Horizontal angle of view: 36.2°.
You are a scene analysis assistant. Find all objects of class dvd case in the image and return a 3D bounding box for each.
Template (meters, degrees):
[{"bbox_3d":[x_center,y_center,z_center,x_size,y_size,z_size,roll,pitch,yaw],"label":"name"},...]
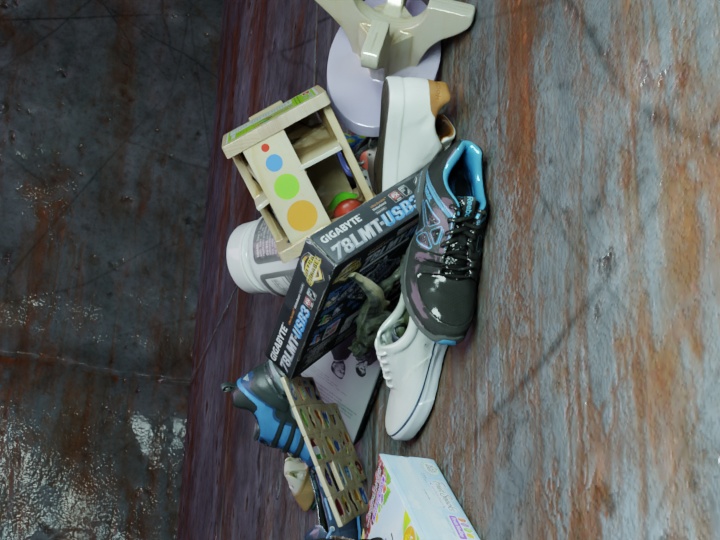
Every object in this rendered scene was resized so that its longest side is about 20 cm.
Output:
[{"bbox_3d":[-0.038,0.101,1.347,0.025,0.149,0.202,-34,-29,-46],"label":"dvd case"}]

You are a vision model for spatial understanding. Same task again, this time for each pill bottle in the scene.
[{"bbox_3d":[-0.071,-0.027,1.401,0.198,0.113,0.116,-8,72,40],"label":"pill bottle"}]

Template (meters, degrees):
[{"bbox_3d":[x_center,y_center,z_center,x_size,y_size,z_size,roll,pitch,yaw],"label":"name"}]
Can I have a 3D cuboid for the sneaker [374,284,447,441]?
[{"bbox_3d":[0.046,0.086,1.140,0.073,0.070,0.202,-111,32,-61],"label":"sneaker"}]

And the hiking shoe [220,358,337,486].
[{"bbox_3d":[-0.083,0.185,1.306,0.075,0.086,0.201,-100,-17,-61],"label":"hiking shoe"}]

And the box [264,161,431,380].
[{"bbox_3d":[0.000,0.000,1.169,0.050,0.199,0.200,42,141,17],"label":"box"}]

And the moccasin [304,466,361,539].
[{"bbox_3d":[-0.039,0.329,1.344,0.081,0.067,0.202,115,157,-48],"label":"moccasin"}]

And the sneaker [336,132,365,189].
[{"bbox_3d":[-0.006,-0.137,1.478,0.200,0.070,0.084,-124,39,-76],"label":"sneaker"}]

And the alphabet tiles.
[{"bbox_3d":[-0.033,0.200,1.253,0.200,0.007,0.169,29,-142,-78],"label":"alphabet tiles"}]

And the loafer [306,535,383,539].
[{"bbox_3d":[-0.027,0.292,1.051,0.200,0.070,0.074,135,141,-68],"label":"loafer"}]

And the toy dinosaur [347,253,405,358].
[{"bbox_3d":[0.026,0.036,1.162,0.048,0.088,0.201,48,161,22],"label":"toy dinosaur"}]

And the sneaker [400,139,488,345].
[{"bbox_3d":[0.084,-0.030,1.057,0.082,0.072,0.203,132,143,-62],"label":"sneaker"}]

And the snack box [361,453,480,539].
[{"bbox_3d":[0.044,0.304,1.047,0.169,0.067,0.203,-123,42,-69],"label":"snack box"}]

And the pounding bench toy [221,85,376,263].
[{"bbox_3d":[-0.065,-0.109,1.244,0.157,0.123,0.200,62,180,-14],"label":"pounding bench toy"}]

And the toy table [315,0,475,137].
[{"bbox_3d":[0.031,-0.264,1.219,0.118,0.181,0.202,94,180,-59],"label":"toy table"}]

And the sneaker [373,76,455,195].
[{"bbox_3d":[0.060,-0.120,1.198,0.201,0.083,0.073,98,166,-48],"label":"sneaker"}]

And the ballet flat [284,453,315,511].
[{"bbox_3d":[-0.076,0.261,1.531,0.069,0.062,0.202,-99,22,-48],"label":"ballet flat"}]

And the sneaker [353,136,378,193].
[{"bbox_3d":[0.025,-0.121,1.304,0.077,0.081,0.203,-115,34,-64],"label":"sneaker"}]
